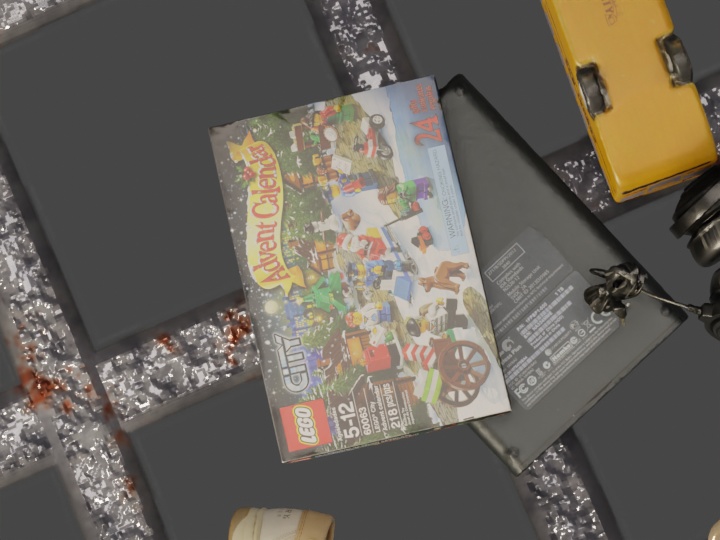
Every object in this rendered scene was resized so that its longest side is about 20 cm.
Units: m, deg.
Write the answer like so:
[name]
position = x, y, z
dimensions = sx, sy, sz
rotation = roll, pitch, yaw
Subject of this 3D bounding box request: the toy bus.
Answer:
[toy bus]
position = 0.146, -0.146, 1.388
dimensions = 0.065, 0.078, 0.200
rotation = -20, 84, 2

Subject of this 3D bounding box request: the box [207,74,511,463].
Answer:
[box]
position = 0.000, 0.000, 1.369
dimensions = 0.136, 0.038, 0.200
rotation = -13, 84, 2

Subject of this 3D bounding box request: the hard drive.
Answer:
[hard drive]
position = 0.075, 0.002, 1.401
dimensions = 0.140, 0.033, 0.200
rotation = -42, 85, -1

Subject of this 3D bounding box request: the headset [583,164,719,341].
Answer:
[headset]
position = 0.224, -0.009, 1.356
dimensions = 0.200, 0.094, 0.124
rotation = -14, 76, -14

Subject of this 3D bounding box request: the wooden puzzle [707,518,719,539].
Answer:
[wooden puzzle]
position = 0.316, 0.166, 1.323
dimensions = 0.185, 0.046, 0.200
rotation = -45, 49, 12

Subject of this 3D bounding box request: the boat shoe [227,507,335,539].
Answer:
[boat shoe]
position = -0.036, 0.235, 1.365
dimensions = 0.069, 0.074, 0.201
rotation = -5, 84, 8
